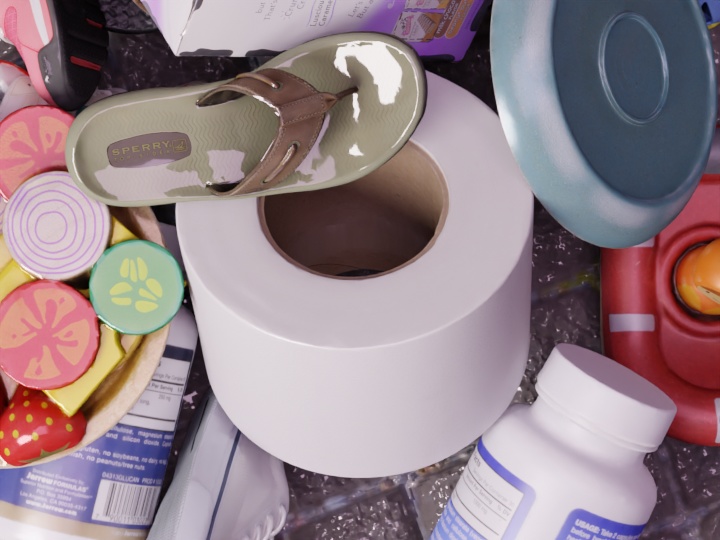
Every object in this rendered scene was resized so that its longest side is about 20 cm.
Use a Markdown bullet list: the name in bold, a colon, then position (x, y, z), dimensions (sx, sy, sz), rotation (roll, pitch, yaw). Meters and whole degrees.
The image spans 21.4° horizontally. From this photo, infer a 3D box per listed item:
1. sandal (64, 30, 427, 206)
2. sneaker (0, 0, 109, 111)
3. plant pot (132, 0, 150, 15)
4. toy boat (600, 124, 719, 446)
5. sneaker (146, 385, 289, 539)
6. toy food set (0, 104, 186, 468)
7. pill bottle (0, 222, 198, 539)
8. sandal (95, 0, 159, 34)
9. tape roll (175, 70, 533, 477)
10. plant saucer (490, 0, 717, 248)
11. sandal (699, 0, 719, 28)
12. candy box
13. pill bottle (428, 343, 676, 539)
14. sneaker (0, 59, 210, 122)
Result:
- **sandal**: position (-0.059, -0.072, 1.018), dimensions (0.200, 0.057, 0.080), rotation (-15, 100, 0)
- **sneaker**: position (-0.214, -0.174, 1.130), dimensions (0.086, 0.074, 0.201), rotation (-26, 73, 14)
- **plant pot**: position (-0.101, -0.276, 1.114), dimensions (0.186, 0.187, 0.200), rotation (-32, 56, -5)
- **toy boat**: position (0.219, 0.008, 1.169), dimensions (0.130, 0.131, 0.201), rotation (-1, 89, -5)
- **sneaker**: position (-0.078, 0.141, 1.120), dimensions (0.071, 0.201, 0.073), rotation (29, 130, -9)
- **toy food set**: position (-0.202, 0.009, 1.065), dimensions (0.200, 0.049, 0.198), rotation (40, 86, 4)
- **pill bottle**: position (-0.160, 0.066, 1.142), dimensions (0.110, 0.111, 0.201), rotation (14, 87, -5)
- **sandal**: position (-0.193, -0.192, 1.181), dimensions (0.199, 0.048, 0.076), rotation (12, 85, 8)
- **tape roll**: position (0.000, 0.000, 1.102), dimensions (0.201, 0.140, 0.204), rotation (-2, 53, 2)
- **plant saucer**: position (0.148, -0.114, 1.087), dimensions (0.199, 0.027, 0.202), rotation (8, 79, -45)
- **sandal**: position (0.185, -0.181, 1.193), dimensions (0.199, 0.087, 0.080), rotation (-25, 89, -7)
- **candy box**: position (-0.005, -0.201, 1.038), dimensions (0.199, 0.168, 0.072), rotation (-3, 44, -36)
- **pill bottle**: position (0.109, 0.151, 1.145), dimensions (0.112, 0.112, 0.201), rotation (26, 101, -4)
- **sneaker**: position (-0.178, -0.092, 1.143), dimensions (0.199, 0.070, 0.094), rotation (-26, 99, -21)
